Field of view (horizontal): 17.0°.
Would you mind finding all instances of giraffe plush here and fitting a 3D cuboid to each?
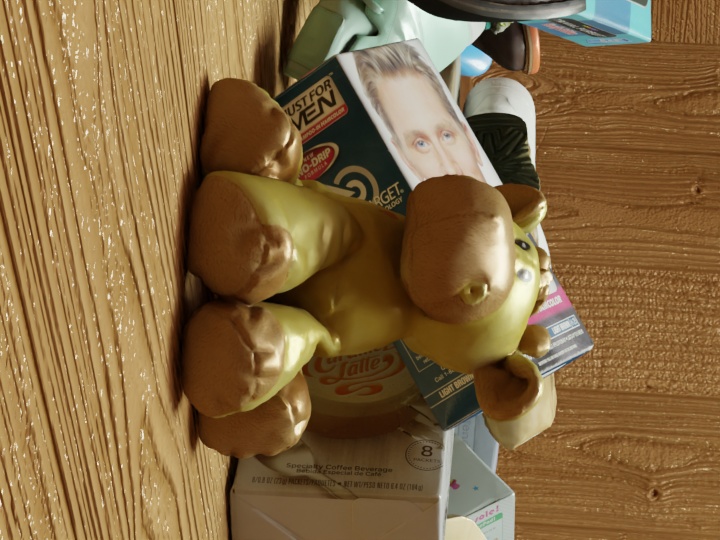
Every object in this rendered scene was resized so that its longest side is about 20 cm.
[{"bbox_3d":[0.010,0.005,1.135,0.200,0.161,0.174,35,58,-84],"label":"giraffe plush"}]

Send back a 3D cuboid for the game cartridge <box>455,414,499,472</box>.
[{"bbox_3d":[0.027,0.109,1.625,0.042,0.132,0.201,102,-4,-59],"label":"game cartridge"}]

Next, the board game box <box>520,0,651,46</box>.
[{"bbox_3d":[0.125,-0.239,1.397,0.151,0.047,0.202,3,86,-65],"label":"board game box"}]

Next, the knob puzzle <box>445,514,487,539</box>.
[{"bbox_3d":[0.022,0.235,1.382,0.030,0.218,0.221,5,-87,57],"label":"knob puzzle"}]

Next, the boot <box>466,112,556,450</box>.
[{"bbox_3d":[0.091,0.024,1.512,0.175,0.066,0.201,-68,155,-59],"label":"boot"}]

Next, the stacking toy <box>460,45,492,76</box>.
[{"bbox_3d":[0.033,-0.171,1.800,0.200,0.115,0.110,114,-15,-70],"label":"stacking toy"}]

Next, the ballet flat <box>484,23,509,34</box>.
[{"bbox_3d":[0.072,-0.217,1.405,0.076,0.064,0.200,64,1,39],"label":"ballet flat"}]

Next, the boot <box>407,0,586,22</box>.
[{"bbox_3d":[0.041,-0.224,1.265,0.069,0.199,0.175,-168,-93,-69],"label":"boot"}]

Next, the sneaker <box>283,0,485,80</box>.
[{"bbox_3d":[-0.007,-0.168,1.367,0.118,0.074,0.201,-49,132,-20],"label":"sneaker"}]

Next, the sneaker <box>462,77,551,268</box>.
[{"bbox_3d":[0.091,-0.018,1.651,0.116,0.073,0.201,-74,160,-64],"label":"sneaker"}]

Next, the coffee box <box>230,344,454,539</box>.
[{"bbox_3d":[-0.004,0.080,1.342,0.201,0.113,0.080,-83,174,-50],"label":"coffee box"}]

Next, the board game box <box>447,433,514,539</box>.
[{"bbox_3d":[0.018,0.215,1.472,0.064,0.147,0.201,45,-30,37],"label":"board game box"}]

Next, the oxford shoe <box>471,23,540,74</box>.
[{"bbox_3d":[0.055,-0.185,1.631,0.200,0.072,0.072,49,-29,46],"label":"oxford shoe"}]

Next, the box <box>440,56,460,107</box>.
[{"bbox_3d":[0.016,-0.083,1.592,0.200,0.094,0.078,-82,174,-59],"label":"box"}]

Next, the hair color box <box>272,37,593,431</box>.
[{"bbox_3d":[0.038,-0.023,1.304,0.201,0.060,0.100,60,29,5],"label":"hair color box"}]
